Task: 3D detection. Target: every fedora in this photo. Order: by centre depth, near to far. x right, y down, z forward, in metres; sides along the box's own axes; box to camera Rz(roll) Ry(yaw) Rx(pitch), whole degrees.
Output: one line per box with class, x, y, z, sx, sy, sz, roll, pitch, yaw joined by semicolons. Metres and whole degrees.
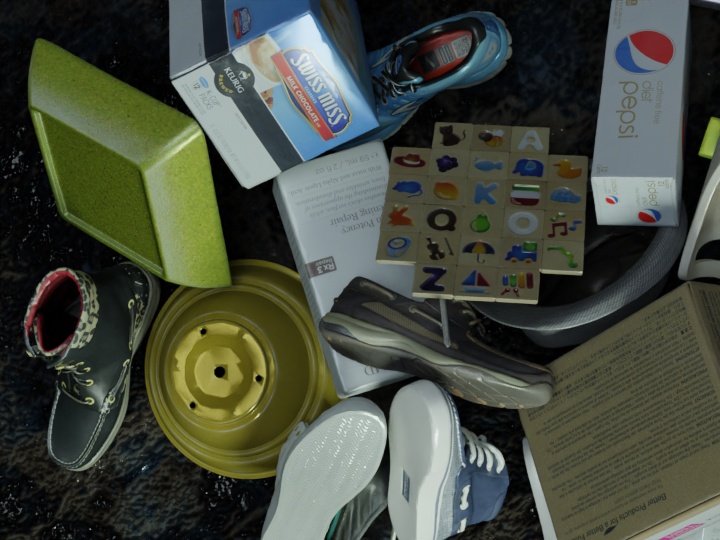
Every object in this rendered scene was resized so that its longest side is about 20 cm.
fedora;0.182;-0.001;1.403;0.200;0.090;0.177;-41;45;-15

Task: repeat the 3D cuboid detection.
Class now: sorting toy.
sorting toy;0.329;-0.063;1.360;0.107;0.200;0.180;34;105;53

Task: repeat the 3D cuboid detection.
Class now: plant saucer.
plant saucer;-0.211;-0.080;1.462;0.199;0.200;0.048;29;56;28

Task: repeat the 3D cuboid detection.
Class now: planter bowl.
planter bowl;-0.114;0.089;1.505;0.200;0.083;0.201;0;89;15

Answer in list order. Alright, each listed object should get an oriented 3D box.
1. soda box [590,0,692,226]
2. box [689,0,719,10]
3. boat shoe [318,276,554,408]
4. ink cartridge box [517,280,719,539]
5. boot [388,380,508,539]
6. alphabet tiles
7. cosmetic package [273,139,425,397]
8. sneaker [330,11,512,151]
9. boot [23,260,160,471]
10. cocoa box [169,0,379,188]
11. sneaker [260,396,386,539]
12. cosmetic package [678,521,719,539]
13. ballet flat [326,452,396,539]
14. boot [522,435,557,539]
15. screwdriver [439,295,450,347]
soda box;0.232;-0.133;1.379;0.068;0.064;0.200;1;53;15
box;0.263;-0.252;1.437;0.200;0.039;0.042;15;94;14
boat shoe;0.066;0.052;1.365;0.200;0.075;0.073;18;73;13
ink cartridge box;0.229;0.125;1.322;0.200;0.075;0.165;-35;61;39
boot;0.077;0.151;1.396;0.090;0.200;0.073;-19;54;-19
alphabet tiles;0.102;-0.051;1.385;0.166;0.006;0.200;3;48;7
cosmetic package;0.000;0.000;1.462;0.101;0.074;0.200;-18;83;-7
sneaker;0.031;-0.173;1.469;0.200;0.090;0.079;-30;82;13
boot;-0.259;0.086;1.505;0.073;0.154;0.204;23;95;16
cocoa box;-0.076;-0.196;1.428;0.131;0.133;0.200;-24;38;12
sneaker;-0.032;0.151;1.432;0.074;0.116;0.200;22;128;-11
cosmetic package;0.293;0.131;1.381;0.074;0.102;0.201;6;88;47
ballet flat;-0.013;0.255;1.486;0.068;0.068;0.200;29;96;1
boot;0.205;0.224;1.423;0.090;0.073;0.200;-17;82;15
screwdriver;0.064;0.002;1.362;0.028;0.200;0.029;0;117;-1
